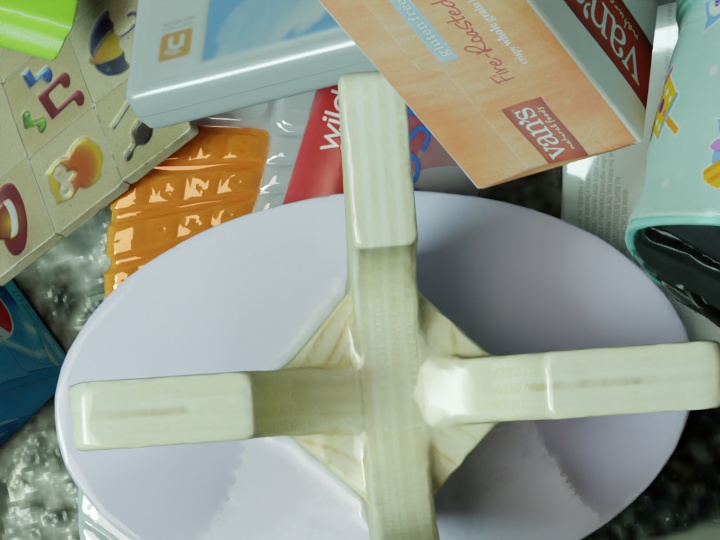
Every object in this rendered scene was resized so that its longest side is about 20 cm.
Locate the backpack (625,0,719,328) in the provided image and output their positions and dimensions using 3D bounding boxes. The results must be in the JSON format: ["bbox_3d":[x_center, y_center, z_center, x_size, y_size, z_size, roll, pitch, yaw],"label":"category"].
[{"bbox_3d":[0.177,-0.033,0.792,0.199,0.176,0.154,2,81,23],"label":"backpack"}]

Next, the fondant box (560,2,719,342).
[{"bbox_3d":[0.166,-0.047,0.921,0.199,0.058,0.145,6,98,26],"label":"fondant box"}]

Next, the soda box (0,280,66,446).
[{"bbox_3d":[-0.204,0.078,1.110,0.200,0.064,0.068,-43,78,23],"label":"soda box"}]

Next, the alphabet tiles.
[{"bbox_3d":[-0.126,-0.103,1.046,0.167,0.008,0.200,-36,61,24],"label":"alphabet tiles"}]

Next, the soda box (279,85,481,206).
[{"bbox_3d":[0.000,0.000,0.962,0.063,0.070,0.201,17,86,2],"label":"soda box"}]

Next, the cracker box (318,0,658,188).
[{"bbox_3d":[0.034,-0.143,0.809,0.058,0.134,0.201,-14,47,30],"label":"cracker box"}]

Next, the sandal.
[{"bbox_3d":[-0.057,0.014,1.027,0.079,0.059,0.207,15,87,3],"label":"sandal"}]

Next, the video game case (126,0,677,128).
[{"bbox_3d":[0.022,-0.144,0.936,0.199,0.022,0.183,-12,53,23],"label":"video game case"}]

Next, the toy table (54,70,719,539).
[{"bbox_3d":[0.006,0.039,0.867,0.199,0.117,0.185,-16,88,-2],"label":"toy table"}]

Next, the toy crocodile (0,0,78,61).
[{"bbox_3d":[-0.109,-0.171,1.006,0.062,0.067,0.201,-18,65,62],"label":"toy crocodile"}]
